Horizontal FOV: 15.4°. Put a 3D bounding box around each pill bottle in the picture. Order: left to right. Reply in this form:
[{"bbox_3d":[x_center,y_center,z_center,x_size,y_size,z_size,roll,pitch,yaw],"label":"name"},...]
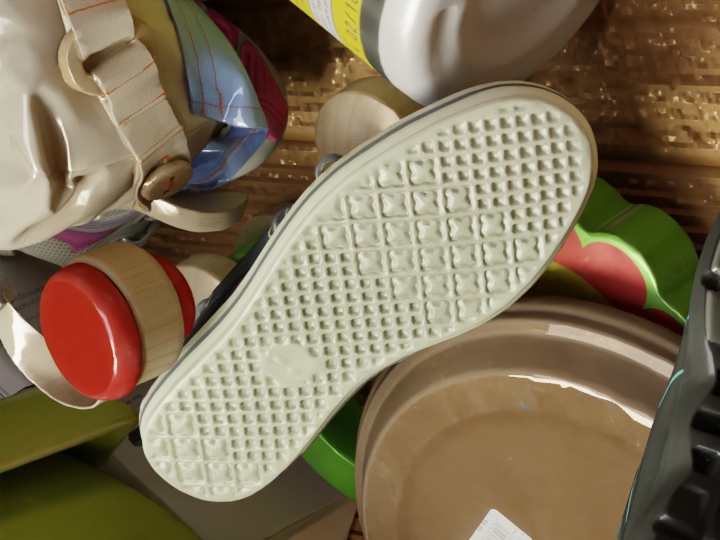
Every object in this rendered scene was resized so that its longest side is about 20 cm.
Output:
[{"bbox_3d":[-0.012,-0.151,0.878,0.200,0.111,0.112,40,131,26],"label":"pill bottle"}]

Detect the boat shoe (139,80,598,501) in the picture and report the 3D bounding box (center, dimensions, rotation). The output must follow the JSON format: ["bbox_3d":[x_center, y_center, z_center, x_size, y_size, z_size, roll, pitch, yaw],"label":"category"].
[{"bbox_3d":[0.000,0.000,0.876,0.074,0.062,0.200,38,123,-14],"label":"boat shoe"}]

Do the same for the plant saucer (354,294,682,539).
[{"bbox_3d":[0.079,0.101,0.912,0.199,0.029,0.201,19,129,25],"label":"plant saucer"}]

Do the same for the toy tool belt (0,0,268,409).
[{"bbox_3d":[-0.083,-0.065,0.901,0.201,0.123,0.125,61,143,8],"label":"toy tool belt"}]

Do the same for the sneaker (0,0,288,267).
[{"bbox_3d":[-0.100,-0.049,1.038,0.199,0.082,0.088,-1,145,40],"label":"sneaker"}]

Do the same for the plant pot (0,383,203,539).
[{"bbox_3d":[-0.153,0.165,0.976,0.182,0.198,0.200,60,138,14],"label":"plant pot"}]

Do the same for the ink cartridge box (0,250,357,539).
[{"bbox_3d":[-0.107,0.097,1.100,0.200,0.084,0.147,39,132,25],"label":"ink cartridge box"}]

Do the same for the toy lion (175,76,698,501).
[{"bbox_3d":[0.041,0.028,0.947,0.192,0.069,0.200,52,136,5],"label":"toy lion"}]

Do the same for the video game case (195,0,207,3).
[{"bbox_3d":[-0.135,-0.174,1.059,0.199,0.022,0.183,-18,94,47],"label":"video game case"}]

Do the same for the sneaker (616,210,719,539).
[{"bbox_3d":[0.116,0.043,0.807,0.075,0.201,0.079,27,165,-4],"label":"sneaker"}]
